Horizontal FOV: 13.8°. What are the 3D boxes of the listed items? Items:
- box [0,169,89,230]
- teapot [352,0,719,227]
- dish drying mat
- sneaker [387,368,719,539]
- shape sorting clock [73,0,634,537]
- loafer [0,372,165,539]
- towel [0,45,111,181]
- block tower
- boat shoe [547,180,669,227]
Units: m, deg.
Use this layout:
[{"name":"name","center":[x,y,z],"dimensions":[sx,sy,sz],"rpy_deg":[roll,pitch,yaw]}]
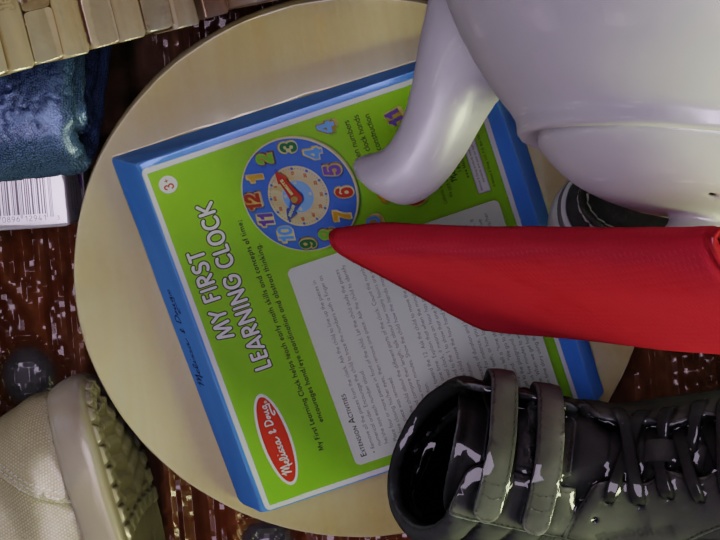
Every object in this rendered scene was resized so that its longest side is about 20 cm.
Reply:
[{"name":"box","center":[-0.197,-0.030,1.074],"dimensions":[0.200,0.039,0.041],"rpy_deg":[-4,95,8]},{"name":"teapot","center":[0.114,-0.075,0.899],"dimensions":[0.197,0.200,0.146],"rpy_deg":[6,85,-10]},{"name":"dish drying mat","center":[0.072,0.004,0.926],"dimensions":[0.077,0.200,0.018],"rpy_deg":[27,78,-30]},{"name":"sneaker","center":[0.089,0.065,0.972],"dimensions":[0.200,0.099,0.071],"rpy_deg":[-21,54,45]},{"name":"shape sorting clock","center":[0.000,0.000,1.039],"dimensions":[0.200,0.039,0.200],"rpy_deg":[-2,110,-5]},{"name":"loafer","center":[-0.096,0.138,1.067],"dimensions":[0.068,0.076,0.200],"rpy_deg":[-13,93,15]},{"name":"towel","center":[-0.187,-0.078,1.040],"dimensions":[0.200,0.049,0.112],"rpy_deg":[-3,63,8]},{"name":"block tower","center":[-0.061,-0.107,0.983],"dimensions":[0.200,0.058,0.054],"rpy_deg":[-18,97,-30]},{"name":"boat shoe","center":[0.163,-0.020,0.979],"dimensions":[0.200,0.066,0.070],"rpy_deg":[7,53,4]}]
